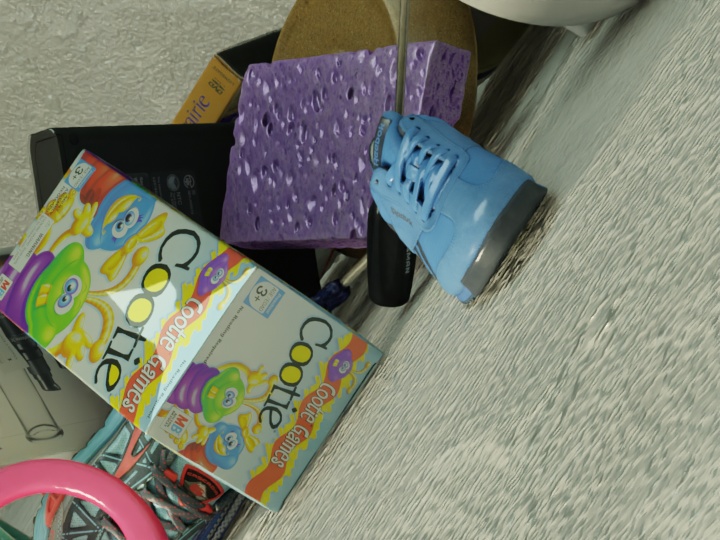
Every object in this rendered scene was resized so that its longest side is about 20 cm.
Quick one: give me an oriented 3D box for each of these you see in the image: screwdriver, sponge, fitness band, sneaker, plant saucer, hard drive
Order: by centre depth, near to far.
[{"bbox_3d":[0.036,-0.036,1.117,0.066,0.078,0.200,-53,8,3],"label":"sneaker"},{"bbox_3d":[0.024,-0.076,1.232,0.028,0.029,0.201,-132,46,-63],"label":"screwdriver"},{"bbox_3d":[-0.188,0.199,1.290,0.201,0.143,0.037,-57,-12,-5],"label":"fitness band"},{"bbox_3d":[-0.116,0.117,1.338,0.095,0.079,0.201,3,63,56],"label":"sneaker"},{"bbox_3d":[-0.014,-0.069,1.358,0.200,0.030,0.112,0,80,57],"label":"sponge"},{"bbox_3d":[0.000,0.000,1.369,0.200,0.028,0.029,-42,34,32],"label":"screwdriver"},{"bbox_3d":[-0.004,-0.108,1.414,0.200,0.035,0.202,-10,77,54],"label":"plant saucer"},{"bbox_3d":[-0.108,-0.020,1.450,0.033,0.140,0.199,-14,-6,44],"label":"hard drive"}]

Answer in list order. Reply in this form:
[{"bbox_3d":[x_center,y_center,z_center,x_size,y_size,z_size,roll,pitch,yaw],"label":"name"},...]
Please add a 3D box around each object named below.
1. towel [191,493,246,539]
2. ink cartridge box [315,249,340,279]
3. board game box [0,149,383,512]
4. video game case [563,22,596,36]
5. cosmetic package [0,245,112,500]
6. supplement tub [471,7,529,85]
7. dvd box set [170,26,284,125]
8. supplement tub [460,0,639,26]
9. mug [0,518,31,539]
[{"bbox_3d":[-0.102,0.149,1.447,0.145,0.024,0.200,-60,7,-23],"label":"towel"},{"bbox_3d":[-0.098,0.031,1.605,0.200,0.083,0.145,-53,-2,-17],"label":"ink cartridge box"},{"bbox_3d":[-0.099,0.029,1.267,0.105,0.103,0.200,-56,39,-2],"label":"board game box"},{"bbox_3d":[0.105,-0.252,1.297,0.201,0.182,0.022,-56,-25,-2],"label":"video game case"},{"bbox_3d":[-0.191,0.057,1.425,0.199,0.151,0.052,-9,-30,-47],"label":"cosmetic package"},{"bbox_3d":[0.071,-0.222,1.476,0.200,0.145,0.145,-50,9,40],"label":"supplement tub"},{"bbox_3d":[-0.100,-0.078,1.591,0.200,0.029,0.146,-54,-13,31],"label":"dvd box set"},{"bbox_3d":[0.103,-0.242,1.189,0.144,0.144,0.201,-45,25,60],"label":"supplement tub"},{"bbox_3d":[-0.222,0.220,1.420,0.115,0.152,0.185,-54,13,-6],"label":"mug"}]
